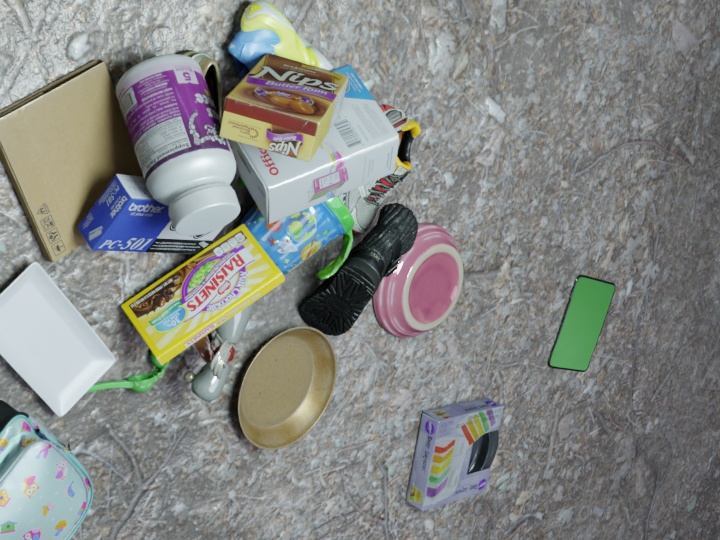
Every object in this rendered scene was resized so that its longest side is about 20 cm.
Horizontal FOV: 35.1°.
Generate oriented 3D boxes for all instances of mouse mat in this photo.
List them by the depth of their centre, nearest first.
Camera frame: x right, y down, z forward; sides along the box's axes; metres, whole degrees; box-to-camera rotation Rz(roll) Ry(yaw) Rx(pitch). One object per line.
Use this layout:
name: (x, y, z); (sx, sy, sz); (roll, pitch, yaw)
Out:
mouse mat: (0.460, 0.112, 2.356); (0.160, 0.008, 0.201); (12, 99, -48)

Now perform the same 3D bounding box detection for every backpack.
backpack: (-0.424, 0.277, 1.399); (0.176, 0.153, 0.200); (-56, 144, -21)

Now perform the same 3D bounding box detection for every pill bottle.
pill bottle: (-0.215, -0.149, 1.370); (0.112, 0.112, 0.201); (-7, 69, -44)

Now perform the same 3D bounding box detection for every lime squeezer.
lime squeezer: (-0.295, 0.120, 1.558); (0.200, 0.038, 0.071); (-44, 103, -23)

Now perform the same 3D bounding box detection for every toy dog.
toy dog: (-0.205, 0.068, 1.572); (0.132, 0.096, 0.201); (104, 6, -61)

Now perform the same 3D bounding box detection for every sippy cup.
sippy cup: (-0.099, -0.068, 1.609); (0.130, 0.178, 0.140); (-45, 171, -8)

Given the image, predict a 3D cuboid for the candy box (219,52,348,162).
candy box: (-0.091, -0.206, 1.410); (0.200, 0.116, 0.057); (-69, 175, -64)

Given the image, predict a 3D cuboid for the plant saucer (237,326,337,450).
plant saucer: (-0.120, 0.177, 1.755); (0.200, 0.035, 0.201); (-21, 121, -40)

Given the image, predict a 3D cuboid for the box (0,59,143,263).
box: (-0.349, -0.133, 1.391); (0.163, 0.021, 0.201); (-37, 130, -30)

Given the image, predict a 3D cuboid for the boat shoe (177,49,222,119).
boat shoe: (-0.206, -0.181, 1.479); (0.071, 0.076, 0.201); (-27, 126, -38)

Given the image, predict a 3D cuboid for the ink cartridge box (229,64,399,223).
ink cartridge box: (-0.070, -0.171, 1.528); (0.199, 0.145, 0.085); (-23, 152, -18)

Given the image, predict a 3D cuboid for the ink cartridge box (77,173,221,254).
ink cartridge box: (-0.254, -0.068, 1.451); (0.094, 0.044, 0.200); (-47, 155, 24)

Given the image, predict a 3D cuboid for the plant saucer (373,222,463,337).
plant saucer: (0.107, 0.022, 1.915); (0.200, 0.051, 0.202); (-22, 122, -40)

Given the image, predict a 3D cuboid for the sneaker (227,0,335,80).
sneaker: (-0.111, -0.279, 1.554); (0.105, 0.076, 0.200); (-48, 135, 3)

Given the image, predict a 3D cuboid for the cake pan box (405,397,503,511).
cake pan box: (0.179, 0.341, 2.130); (0.199, 0.052, 0.185); (-4, 112, -45)

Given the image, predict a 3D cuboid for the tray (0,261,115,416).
tray: (-0.399, 0.088, 1.436); (0.107, 0.022, 0.200); (-48, 135, -21)

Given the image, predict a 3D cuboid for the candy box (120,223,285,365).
candy box: (-0.209, 0.030, 1.512); (0.200, 0.102, 0.026); (-35, 155, -11)

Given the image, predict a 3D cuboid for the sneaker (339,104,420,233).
sneaker: (0.028, -0.151, 1.733); (0.078, 0.082, 0.201); (14, 98, -50)

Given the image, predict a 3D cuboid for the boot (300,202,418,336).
boot: (0.002, 0.001, 1.734); (0.079, 0.211, 0.158); (39, 50, -7)
